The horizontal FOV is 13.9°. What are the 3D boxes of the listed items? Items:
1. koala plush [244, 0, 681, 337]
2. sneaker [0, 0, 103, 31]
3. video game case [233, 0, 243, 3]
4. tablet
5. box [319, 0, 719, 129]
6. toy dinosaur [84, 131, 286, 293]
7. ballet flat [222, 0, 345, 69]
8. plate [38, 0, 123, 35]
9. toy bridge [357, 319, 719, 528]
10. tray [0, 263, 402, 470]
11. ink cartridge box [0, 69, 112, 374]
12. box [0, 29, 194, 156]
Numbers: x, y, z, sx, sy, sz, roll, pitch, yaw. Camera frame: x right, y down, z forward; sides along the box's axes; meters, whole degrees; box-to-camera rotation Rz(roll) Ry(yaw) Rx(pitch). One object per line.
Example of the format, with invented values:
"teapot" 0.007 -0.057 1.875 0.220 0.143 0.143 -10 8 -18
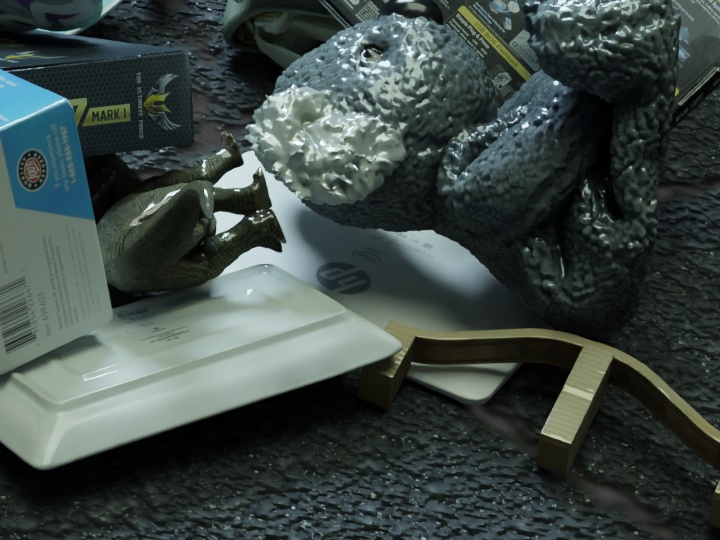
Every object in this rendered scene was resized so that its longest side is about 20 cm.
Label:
"koala plush" 0.045 -0.063 1.441 0.200 0.184 0.177 5 11 0
"sneaker" -0.213 -0.147 1.468 0.140 0.078 0.200 -9 0 -23
"video game case" 0.014 -0.251 1.608 0.022 0.200 0.182 41 46 -13
"tablet" 0.000 0.000 1.490 0.200 0.014 0.130 23 34 18
"box" 0.089 -0.141 1.552 0.200 0.161 0.049 46 2 9
"toy dinosaur" -0.092 -0.017 1.395 0.102 0.077 0.200 -24 18 -5
"ballet flat" 0.018 -0.120 1.651 0.200 0.067 0.064 17 62 10
"plate" -0.199 -0.184 1.643 0.200 0.026 0.200 -7 51 9
"toy bridge" 0.103 0.064 1.393 0.200 0.027 0.067 19 49 13
"tray" -0.089 0.037 1.365 0.200 0.022 0.107 -17 29 -32
"ink cartridge box" -0.216 0.002 1.294 0.200 0.116 0.067 -26 33 -30
"box" -0.194 -0.085 1.452 0.157 0.051 0.200 -7 11 -28
